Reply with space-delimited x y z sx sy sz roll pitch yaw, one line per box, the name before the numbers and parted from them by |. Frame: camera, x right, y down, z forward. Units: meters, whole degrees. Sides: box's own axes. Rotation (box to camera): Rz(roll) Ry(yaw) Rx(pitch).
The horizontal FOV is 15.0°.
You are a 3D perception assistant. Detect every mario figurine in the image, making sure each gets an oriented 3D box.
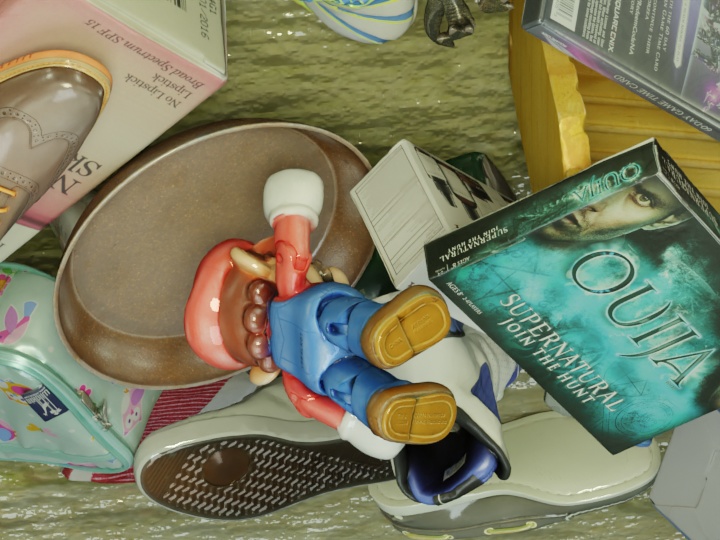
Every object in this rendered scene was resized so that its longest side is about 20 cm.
mario figurine | -0.011 0.023 1.458 0.106 0.200 0.124 26 89 -38

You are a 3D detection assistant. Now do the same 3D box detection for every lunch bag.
lunch bag | -0.225 0.061 1.660 0.199 0.077 0.160 7 149 30

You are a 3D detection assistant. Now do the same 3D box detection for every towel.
towel | -0.082 0.096 1.780 0.200 0.023 0.144 4 142 -36

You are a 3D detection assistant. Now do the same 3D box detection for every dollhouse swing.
dollhouse swing | 0.181 -0.077 1.493 0.175 0.200 0.182 -5 141 -2

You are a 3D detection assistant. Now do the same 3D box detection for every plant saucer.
plant saucer | -0.084 -0.015 1.540 0.200 0.035 0.201 -19 141 -16

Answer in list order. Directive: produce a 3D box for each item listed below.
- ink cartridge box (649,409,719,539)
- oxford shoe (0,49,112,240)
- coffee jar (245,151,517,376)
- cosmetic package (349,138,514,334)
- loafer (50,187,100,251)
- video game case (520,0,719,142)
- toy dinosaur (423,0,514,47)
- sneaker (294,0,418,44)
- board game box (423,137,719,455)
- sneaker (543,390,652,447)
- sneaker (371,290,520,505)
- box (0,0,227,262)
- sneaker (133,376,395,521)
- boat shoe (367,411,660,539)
ink cartridge box | 0.294 0.089 1.767 0.200 0.076 0.137 -31 152 -29
oxford shoe | -0.194 -0.039 1.420 0.071 0.073 0.200 23 133 -30
coffee jar | 0.000 0.000 1.656 0.199 0.086 0.104 -17 152 13
cosmetic package | 0.089 0.002 1.538 0.051 0.083 0.200 -44 135 21
loafer | -0.144 0.000 1.668 0.072 0.063 0.200 -36 155 -6
video game case | 0.172 -0.152 1.448 0.200 0.143 0.019 26 154 -34
toy dinosaur | 0.057 -0.186 1.434 0.077 0.103 0.200 -3 153 13
sneaker | -0.023 -0.163 1.436 0.076 0.105 0.200 -19 139 17
board game box | 0.141 0.018 1.420 0.135 0.028 0.200 -26 138 22
sneaker | 0.173 0.054 1.716 0.085 0.077 0.200 36 164 15
sneaker | 0.046 0.080 1.582 0.080 0.116 0.199 -16 169 14
box | -0.183 -0.114 1.474 0.128 0.109 0.200 28 130 -34
sneaker | -0.057 0.101 1.699 0.199 0.085 0.073 -5 128 -27
boat shoe | 0.108 0.144 1.866 0.201 0.072 0.060 -7 144 12
